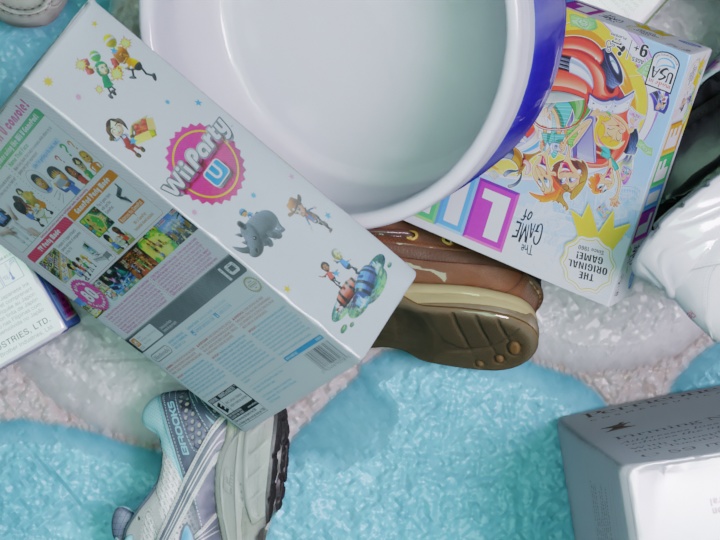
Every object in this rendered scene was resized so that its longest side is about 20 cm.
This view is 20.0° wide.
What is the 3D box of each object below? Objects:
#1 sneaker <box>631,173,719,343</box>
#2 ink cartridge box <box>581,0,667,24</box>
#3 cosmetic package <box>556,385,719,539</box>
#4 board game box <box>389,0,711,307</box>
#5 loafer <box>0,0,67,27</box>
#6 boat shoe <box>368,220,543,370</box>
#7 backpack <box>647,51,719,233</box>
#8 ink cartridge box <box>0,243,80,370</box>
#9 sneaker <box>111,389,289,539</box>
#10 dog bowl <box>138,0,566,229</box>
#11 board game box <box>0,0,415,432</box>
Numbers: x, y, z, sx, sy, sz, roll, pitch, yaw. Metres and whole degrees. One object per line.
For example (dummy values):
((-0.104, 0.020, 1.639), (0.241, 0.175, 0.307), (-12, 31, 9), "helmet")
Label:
((0.232, -0.035, 0.973), (0.200, 0.078, 0.099), (-41, 83, 10), "sneaker")
((0.095, -0.176, 1.098), (0.145, 0.048, 0.200), (42, 100, -3), "ink cartridge box")
((0.205, 0.151, 1.036), (0.167, 0.200, 0.167), (-11, 93, -3), "cosmetic package")
((0.063, -0.082, 1.041), (0.200, 0.034, 0.135), (23, 110, 21), "board game box")
((-0.175, -0.229, 1.067), (0.070, 0.070, 0.201), (0, 92, -4), "loafer")
((0.000, 0.000, 1.093), (0.199, 0.072, 0.068), (11, 58, 4), "boat shoe")
((0.236, -0.058, 1.070), (0.200, 0.127, 0.167), (-31, 80, 0), "backpack")
((-0.254, -0.025, 1.065), (0.136, 0.076, 0.200), (-30, 94, -3), "ink cartridge box")
((-0.090, 0.159, 1.092), (0.086, 0.078, 0.201), (6, 84, 8), "sneaker")
((-0.004, -0.125, 0.995), (0.199, 0.079, 0.201), (6, 106, 23), "dog bowl")
((-0.092, -0.019, 0.989), (0.200, 0.147, 0.064), (39, 59, -11), "board game box")
